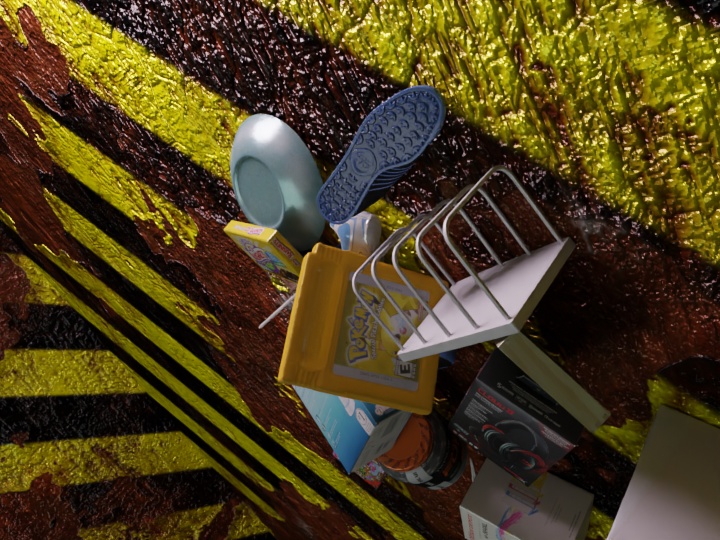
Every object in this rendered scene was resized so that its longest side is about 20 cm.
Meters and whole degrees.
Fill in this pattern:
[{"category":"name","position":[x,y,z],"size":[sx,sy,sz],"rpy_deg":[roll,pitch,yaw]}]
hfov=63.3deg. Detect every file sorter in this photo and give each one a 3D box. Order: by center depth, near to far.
[{"category":"file sorter","position":[0.101,-0.004,0.651],"size":[0.125,0.139,0.200],"rpy_deg":[50,147,-7]}]

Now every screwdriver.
[{"category":"screwdriver","position":[-0.081,0.023,0.860],"size":[0.028,0.200,0.029],"rpy_deg":[48,-173,-3]}]

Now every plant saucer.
[{"category":"plant saucer","position":[-0.130,-0.114,0.823],"size":[0.200,0.039,0.203],"rpy_deg":[25,130,33]}]

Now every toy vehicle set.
[{"category":"toy vehicle set","position":[0.195,0.097,0.656],"size":[0.124,0.027,0.200],"rpy_deg":[42,-173,1]}]

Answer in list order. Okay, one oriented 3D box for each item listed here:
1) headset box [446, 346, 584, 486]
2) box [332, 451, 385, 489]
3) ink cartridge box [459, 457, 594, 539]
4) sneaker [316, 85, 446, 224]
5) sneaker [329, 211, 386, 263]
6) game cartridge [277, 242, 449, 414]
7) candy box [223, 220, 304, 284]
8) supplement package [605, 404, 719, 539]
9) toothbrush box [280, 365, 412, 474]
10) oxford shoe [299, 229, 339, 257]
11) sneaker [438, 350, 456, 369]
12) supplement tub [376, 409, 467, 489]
[{"category":"headset box","position":[0.219,0.201,0.817],"size":[0.148,0.075,0.201],"rpy_deg":[34,147,16]},{"category":"box","position":[0.008,0.421,1.343],"size":[0.136,0.039,0.201],"rpy_deg":[34,147,15]},{"category":"ink cartridge box","position":[0.259,0.400,0.960],"size":[0.198,0.125,0.129],"rpy_deg":[19,141,32]},{"category":"sneaker","position":[0.026,-0.133,0.655],"size":[0.070,0.078,0.200],"rpy_deg":[47,127,-3]},{"category":"sneaker","position":[0.000,0.000,0.825],"size":[0.072,0.072,0.202],"rpy_deg":[12,133,23]},{"category":"game cartridge","position":[0.010,0.073,0.734],"size":[0.198,0.178,0.032],"rpy_deg":[16,162,-19]},{"category":"candy box","position":[-0.132,-0.026,0.861],"size":[0.102,0.026,0.199],"rpy_deg":[50,163,-26]},{"category":"supplement package","position":[0.387,0.298,0.637],"size":[0.199,0.191,0.148],"rpy_deg":[22,142,30]},{"category":"toothbrush box","position":[-0.022,0.158,0.835],"size":[0.200,0.085,0.147],"rpy_deg":[50,141,28]},{"category":"oxford shoe","position":[-0.062,-0.001,0.892],"size":[0.201,0.073,0.071],"rpy_deg":[52,148,-13]},{"category":"sneaker","position":[0.061,0.156,0.895],"size":[0.070,0.079,0.199],"rpy_deg":[31,147,-34]},{"category":"supplement tub","position":[0.095,0.284,0.948],"size":[0.122,0.124,0.200],"rpy_deg":[21,168,30]}]
